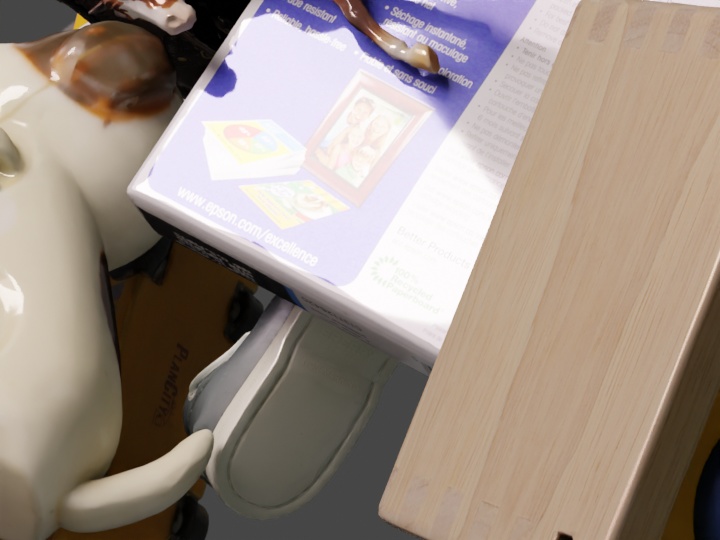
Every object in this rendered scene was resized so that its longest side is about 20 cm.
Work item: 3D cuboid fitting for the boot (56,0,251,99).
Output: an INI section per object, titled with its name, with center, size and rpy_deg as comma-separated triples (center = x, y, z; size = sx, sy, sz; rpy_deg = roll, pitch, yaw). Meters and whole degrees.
[boot]
center = -0.056, -0.100, 1.133
size = 0.174, 0.200, 0.069
rpy_deg = 30, 92, 57

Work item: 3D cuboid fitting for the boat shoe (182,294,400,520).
[boat shoe]
center = 0.000, 0.000, 1.065
size = 0.200, 0.073, 0.062
rpy_deg = -54, 34, 3

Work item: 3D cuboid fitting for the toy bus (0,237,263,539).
[toy bus]
center = -0.101, 0.068, 1.129
size = 0.078, 0.065, 0.201
rpy_deg = -25, 38, 38

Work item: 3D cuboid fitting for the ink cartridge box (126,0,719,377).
[ink cartridge box]
center = 0.049, -0.062, 0.995
size = 0.197, 0.047, 0.200
rpy_deg = 28, 76, 25

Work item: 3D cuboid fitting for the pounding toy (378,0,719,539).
[pounding toy]
center = 0.149, 0.027, 0.756
size = 0.142, 0.199, 0.185
rpy_deg = 17, 84, 58

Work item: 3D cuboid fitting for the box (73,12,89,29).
[box]
center = -0.097, -0.071, 1.306
size = 0.119, 0.041, 0.201
rpy_deg = -27, 39, 33

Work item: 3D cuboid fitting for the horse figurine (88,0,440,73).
[horse figurine]
center = -0.005, -0.163, 0.992
size = 0.132, 0.050, 0.201
rpy_deg = 23, 94, 27

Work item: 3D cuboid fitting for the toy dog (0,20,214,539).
[toy dog]
center = -0.133, -0.008, 1.055
size = 0.193, 0.140, 0.201
rpy_deg = 11, 55, 16
